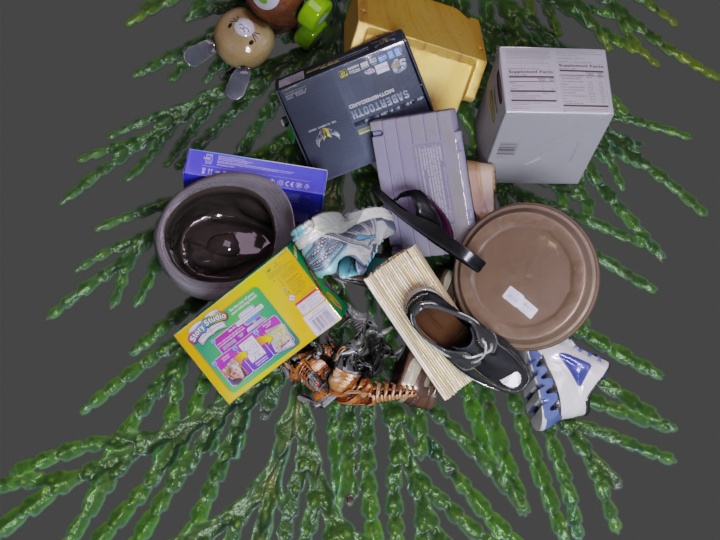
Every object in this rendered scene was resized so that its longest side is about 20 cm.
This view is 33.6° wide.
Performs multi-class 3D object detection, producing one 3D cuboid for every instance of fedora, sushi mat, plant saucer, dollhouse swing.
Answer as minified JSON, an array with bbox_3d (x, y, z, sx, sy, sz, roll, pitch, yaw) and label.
[{"bbox_3d":[-0.181,-0.041,1.650,0.199,0.090,0.178,-13,78,4],"label":"fedora"},{"bbox_3d":[0.092,0.068,1.601,0.096,0.012,0.200,-35,94,-23],"label":"sushi mat"},{"bbox_3d":[0.219,0.008,1.596,0.199,0.029,0.201,-1,88,17],"label":"plant saucer"},{"bbox_3d":[0.062,-0.295,1.792,0.199,0.176,0.182,14,38,-13],"label":"dollhouse swing"}]

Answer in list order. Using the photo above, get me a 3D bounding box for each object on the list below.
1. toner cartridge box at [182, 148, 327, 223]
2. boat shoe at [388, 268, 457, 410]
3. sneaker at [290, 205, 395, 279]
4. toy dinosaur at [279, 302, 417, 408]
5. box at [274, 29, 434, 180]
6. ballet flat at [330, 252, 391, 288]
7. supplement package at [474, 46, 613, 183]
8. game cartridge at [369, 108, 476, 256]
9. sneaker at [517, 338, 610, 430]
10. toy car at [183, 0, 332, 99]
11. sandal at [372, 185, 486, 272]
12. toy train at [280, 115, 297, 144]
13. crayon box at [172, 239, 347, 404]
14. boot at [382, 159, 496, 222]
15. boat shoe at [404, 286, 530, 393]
[{"bbox_3d":[-0.150,-0.117,1.699,0.199,0.095,0.043,9,64,-2],"label":"toner cartridge box"},{"bbox_3d":[0.105,0.099,1.645,0.075,0.075,0.203,26,71,-8],"label":"boat shoe"},{"bbox_3d":[-0.015,-0.031,1.592,0.200,0.077,0.087,-13,78,-53],"label":"sneaker"},{"bbox_3d":[-0.012,0.134,1.589,0.199,0.102,0.136,26,66,15],"label":"toy dinosaur"},{"bbox_3d":[-0.002,-0.232,1.707,0.199,0.158,0.051,-20,30,6],"label":"box"},{"bbox_3d":[0.000,0.000,1.673,0.199,0.068,0.068,24,63,7],"label":"ballet flat"},{"bbox_3d":[0.260,-0.221,1.730,0.155,0.200,0.111,1,65,-5],"label":"supplement package"},{"bbox_3d":[0.091,-0.119,1.671,0.129,0.038,0.201,-6,100,21],"label":"game cartridge"},{"bbox_3d":[0.278,0.119,1.648,0.114,0.081,0.201,-4,71,-13],"label":"sneaker"},{"bbox_3d":[-0.168,-0.362,1.792,0.164,0.158,0.200,39,78,1],"label":"toy car"},{"bbox_3d":[0.099,-0.067,1.613,0.200,0.075,0.048,37,92,30],"label":"sandal"},{"bbox_3d":[-0.023,-0.241,1.801,0.199,0.042,0.057,-20,79,-15],"label":"toy train"},{"bbox_3d":[-0.131,0.067,1.565,0.200,0.058,0.119,-37,95,12],"label":"crayon box"},{"bbox_3d":[0.115,-0.062,1.728,0.165,0.072,0.201,-3,77,11],"label":"boot"},{"bbox_3d":[0.142,0.101,1.562,0.200,0.068,0.072,37,95,-11],"label":"boat shoe"}]
